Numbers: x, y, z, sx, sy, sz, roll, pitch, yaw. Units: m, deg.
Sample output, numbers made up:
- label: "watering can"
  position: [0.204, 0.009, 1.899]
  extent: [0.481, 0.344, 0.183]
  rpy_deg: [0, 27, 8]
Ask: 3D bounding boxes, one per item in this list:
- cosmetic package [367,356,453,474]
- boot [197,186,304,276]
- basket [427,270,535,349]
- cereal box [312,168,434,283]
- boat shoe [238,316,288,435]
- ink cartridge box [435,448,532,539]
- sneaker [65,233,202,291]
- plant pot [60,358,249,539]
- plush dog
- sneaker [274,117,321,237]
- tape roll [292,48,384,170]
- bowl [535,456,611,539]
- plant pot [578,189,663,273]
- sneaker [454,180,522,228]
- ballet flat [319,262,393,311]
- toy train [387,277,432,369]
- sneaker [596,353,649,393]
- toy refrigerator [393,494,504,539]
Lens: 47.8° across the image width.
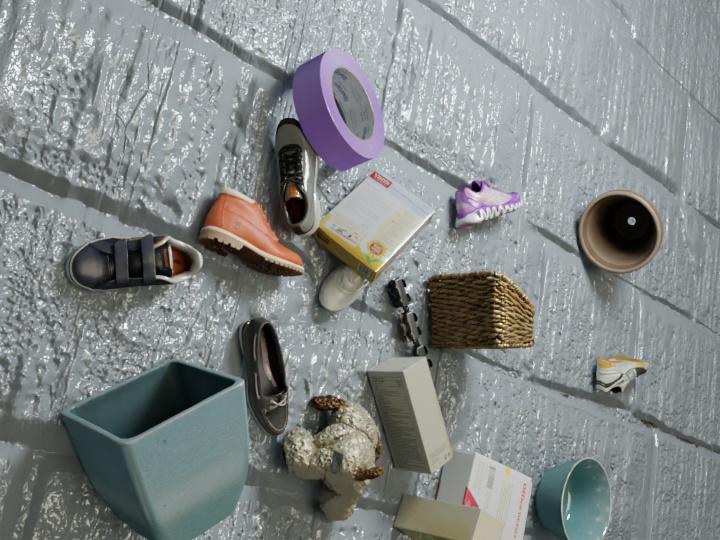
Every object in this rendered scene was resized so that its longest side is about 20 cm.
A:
- label: "cosmetic package"
  position: [0.093, 0.268, 1.520]
  extent: [0.072, 0.102, 0.204]
  rpy_deg: [-23, 102, -41]
- label: "boot"
  position: [-0.166, -0.060, 1.345]
  extent: [0.198, 0.074, 0.109]
  rpy_deg: [29, 62, -35]
- label: "basket"
  position: [0.245, 0.079, 1.609]
  extent: [0.141, 0.198, 0.153]
  rpy_deg: [1, 84, -40]
- label: "cereal box"
  position: [0.027, -0.086, 1.488]
  extent: [0.143, 0.040, 0.200]
  rpy_deg: [37, 54, 13]
- label: "boat shoe"
  position: [-0.153, 0.177, 1.339]
  extent: [0.066, 0.056, 0.205]
  rpy_deg: [-18, 97, -41]
- label: "ink cartridge box"
  position: [0.250, 0.465, 1.652]
  extent: [0.198, 0.083, 0.148]
  rpy_deg: [31, 67, -35]
- label: "sneaker"
  position: [-0.325, -0.014, 1.192]
  extent: [0.197, 0.079, 0.080]
  rpy_deg: [-8, 91, -40]
- label: "plant pot"
  position: [-0.272, 0.268, 1.146]
  extent: [0.194, 0.194, 0.204]
  rpy_deg: [-24, 111, -40]
- label: "plush dog"
  position: [-0.022, 0.302, 1.403]
  extent: [0.201, 0.158, 0.173]
  rpy_deg: [53, 29, -26]
- label: "sneaker"
  position: [-0.108, -0.160, 1.385]
  extent: [0.079, 0.072, 0.205]
  rpy_deg: [-9, 91, -79]
- label: "tape roll"
  position: [-0.036, -0.284, 1.442]
  extent: [0.199, 0.065, 0.204]
  rpy_deg: [34, 47, -47]
- label: "bowl"
  position: [0.469, 0.519, 1.828]
  extent: [0.198, 0.104, 0.206]
  rpy_deg: [5, 82, -40]
- label: "plant pot"
  position: [0.659, -0.109, 2.029]
  extent: [0.174, 0.197, 0.205]
  rpy_deg: [-26, 103, -59]
- label: "sneaker"
  position: [0.271, -0.154, 1.742]
  extent: [0.198, 0.080, 0.090]
  rpy_deg: [-17, 89, -40]
- label: "ballet flat"
  position: [0.000, 0.000, 1.483]
  extent: [0.199, 0.069, 0.071]
  rpy_deg: [-37, 109, -39]
- label: "toy train"
  position: [0.094, 0.112, 1.575]
  extent: [0.034, 0.046, 0.204]
  rpy_deg: [-23, 98, -28]
- label: "sneaker"
  position: [0.654, 0.263, 2.054]
  extent: [0.197, 0.075, 0.090]
  rpy_deg: [2, 100, -38]
- label: "toy refrigerator"
  position: [0.159, 0.470, 1.493]
  extent: [0.076, 0.198, 0.071]
  rpy_deg: [38, 63, -32]
